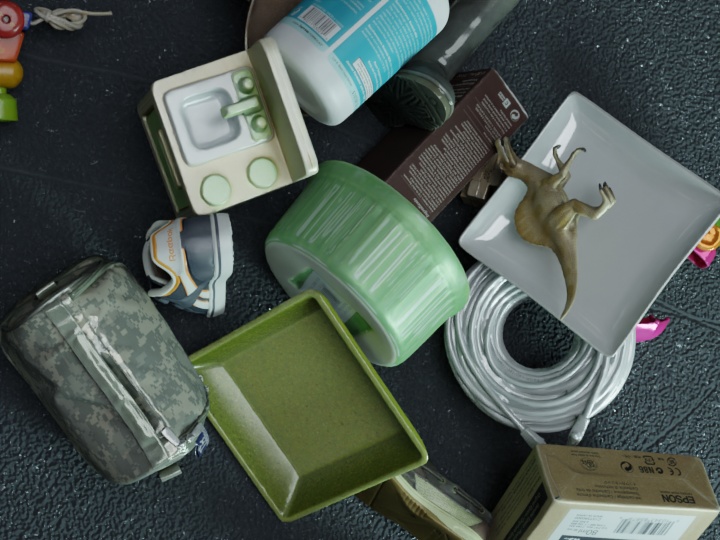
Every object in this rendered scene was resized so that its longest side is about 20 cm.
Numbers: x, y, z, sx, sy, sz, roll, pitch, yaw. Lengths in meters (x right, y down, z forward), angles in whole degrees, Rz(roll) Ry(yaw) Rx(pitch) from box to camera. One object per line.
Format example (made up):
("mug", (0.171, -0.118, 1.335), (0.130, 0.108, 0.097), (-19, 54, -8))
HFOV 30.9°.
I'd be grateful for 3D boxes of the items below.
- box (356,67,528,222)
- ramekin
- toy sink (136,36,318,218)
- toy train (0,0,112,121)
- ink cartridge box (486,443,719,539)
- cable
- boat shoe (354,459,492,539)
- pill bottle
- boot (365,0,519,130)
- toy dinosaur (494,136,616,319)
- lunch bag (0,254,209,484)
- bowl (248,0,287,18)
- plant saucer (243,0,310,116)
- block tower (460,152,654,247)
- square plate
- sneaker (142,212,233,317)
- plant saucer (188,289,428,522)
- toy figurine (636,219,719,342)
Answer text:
("box", (0.068, -0.117, 1.345), (0.200, 0.100, 0.075), (-48, 113, -16))
("ramekin", (0.000, 0.000, 1.262), (0.200, 0.200, 0.098), (47, 71, -12))
("toy sink", (-0.133, -0.125, 1.223), (0.111, 0.200, 0.132), (-21, 95, -17))
("toy train", (-0.333, -0.192, 1.223), (0.198, 0.085, 0.117), (0, 97, -20))
("ink cartridge box", (0.245, 0.263, 1.357), (0.198, 0.166, 0.076), (6, 42, -19))
("cable", (0.188, 0.067, 1.360), (0.199, 0.069, 0.201), (38, 93, 11))
("boat shoe", (0.051, 0.223, 1.347), (0.200, 0.073, 0.065), (41, 50, -5))
("pill bottle", (0.009, -0.242, 1.252), (0.200, 0.111, 0.111), (-43, 101, -11))
("boot", (0.104, -0.234, 1.332), (0.200, 0.182, 0.073), (-41, 112, -12))
("toy dinosaur", (0.202, -0.053, 1.289), (0.101, 0.058, 0.202), (-30, 66, 20))
("lunch bag", (-0.230, 0.093, 1.186), (0.139, 0.168, 0.201), (-35, 100, -7))
("bowl", (-0.074, -0.363, 1.296), (0.199, 0.094, 0.202), (-24, 132, -29))
("plant saucer", (-0.041, -0.255, 1.306), (0.199, 0.034, 0.202), (-25, 132, -30))
("block tower", (0.206, -0.071, 1.368), (0.198, 0.054, 0.058), (17, 83, 15))
("square plate", (0.233, -0.047, 1.314), (0.198, 0.028, 0.201), (38, 88, 16))
("sneaker", (-0.163, -0.006, 1.215), (0.078, 0.200, 0.079), (-6, 74, -10))
("plant saucer", (-0.052, 0.127, 1.272), (0.201, 0.199, 0.048), (56, 33, -9))
("toy figurine", (0.295, -0.010, 1.420), (0.199, 0.150, 0.185), (36, 86, 2))
